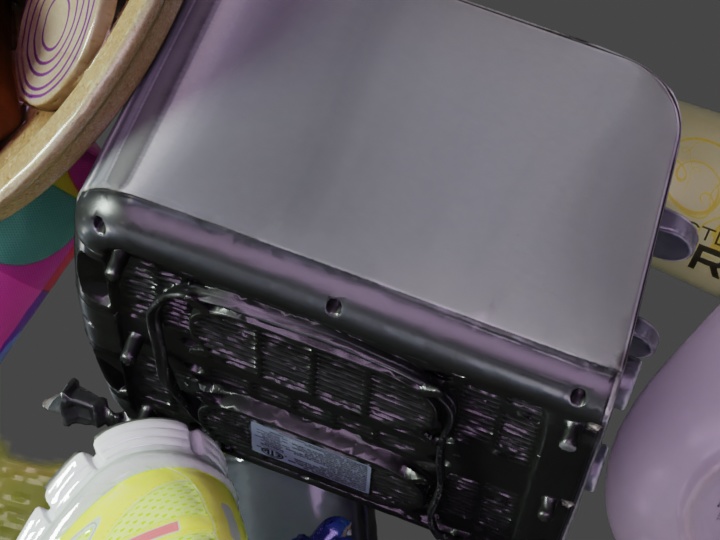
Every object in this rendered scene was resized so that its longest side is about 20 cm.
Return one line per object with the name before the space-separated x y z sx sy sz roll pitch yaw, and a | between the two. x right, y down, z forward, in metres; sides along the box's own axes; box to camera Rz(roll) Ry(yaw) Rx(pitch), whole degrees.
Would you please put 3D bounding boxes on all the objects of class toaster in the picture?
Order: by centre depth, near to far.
toaster | 0.000 0.000 0.780 0.198 0.181 0.119 19 67 7

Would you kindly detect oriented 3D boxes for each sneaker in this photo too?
sneaker | -0.101 0.146 0.768 0.078 0.090 0.201 27 101 -35

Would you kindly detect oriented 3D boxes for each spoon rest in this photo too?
spoon rest | 0.151 0.032 0.819 0.099 0.061 0.201 18 118 -6

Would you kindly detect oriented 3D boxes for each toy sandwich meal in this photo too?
toy sandwich meal | -0.130 -0.094 0.758 0.070 0.205 0.206 32 96 -35

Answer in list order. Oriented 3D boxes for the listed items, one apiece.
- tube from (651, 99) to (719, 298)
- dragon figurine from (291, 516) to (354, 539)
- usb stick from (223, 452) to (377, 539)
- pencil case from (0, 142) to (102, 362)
tube | 0.110 -0.030 0.844 0.199 0.058 0.052 21 51 0
dragon figurine | -0.039 0.176 0.822 0.099 0.059 0.200 40 107 8
usb stick | -0.015 0.156 0.866 0.055 0.033 0.202 -5 90 3
pencil case | -0.167 0.014 0.859 0.088 0.088 0.201 33 93 5
